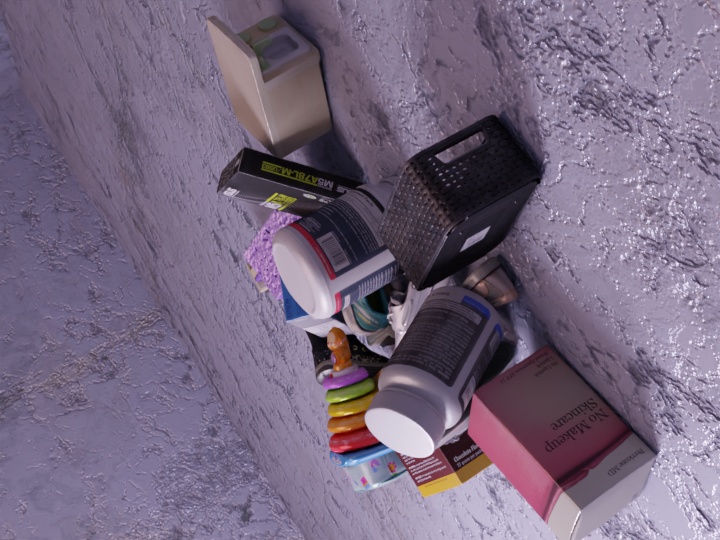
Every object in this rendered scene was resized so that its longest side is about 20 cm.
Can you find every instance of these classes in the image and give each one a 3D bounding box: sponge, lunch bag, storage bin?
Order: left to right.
[{"bbox_3d":[-0.128,-0.049,1.874,0.112,0.030,0.200,53,130,17],"label":"sponge"},{"bbox_3d":[0.060,0.291,1.760,0.077,0.200,0.160,62,162,2],"label":"lunch bag"},{"bbox_3d":[0.111,-0.073,1.232,0.094,0.135,0.200,55,159,15],"label":"storage bin"}]

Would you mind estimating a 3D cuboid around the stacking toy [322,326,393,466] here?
[{"bbox_3d":[-0.014,0.180,1.570,0.116,0.110,0.201,172,81,-71],"label":"stacking toy"}]

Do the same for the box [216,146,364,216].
[{"bbox_3d":[-0.114,-0.128,1.654,0.200,0.193,0.048,164,118,-71],"label":"box"}]

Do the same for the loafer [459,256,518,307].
[{"bbox_3d":[0.152,0.052,1.412,0.063,0.072,0.200,48,155,11],"label":"loafer"}]

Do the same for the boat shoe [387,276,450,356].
[{"bbox_3d":[0.069,0.054,1.467,0.065,0.200,0.074,21,-169,-2],"label":"boat shoe"}]

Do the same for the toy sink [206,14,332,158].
[{"bbox_3d":[-0.129,-0.291,1.559,0.130,0.112,0.200,45,160,37],"label":"toy sink"}]

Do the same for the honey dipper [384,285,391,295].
[{"bbox_3d":[0.030,0.080,1.799,0.038,0.038,0.200,52,163,22],"label":"honey dipper"}]

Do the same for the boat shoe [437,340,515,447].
[{"bbox_3d":[0.139,0.176,1.416,0.074,0.202,0.065,22,143,37],"label":"boat shoe"}]

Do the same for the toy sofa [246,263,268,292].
[{"bbox_3d":[-0.150,-0.010,2.036,0.098,0.083,0.200,60,160,5],"label":"toy sofa"}]

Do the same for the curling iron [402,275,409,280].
[{"bbox_3d":[0.049,-0.021,1.617,0.200,0.026,0.050,46,159,34],"label":"curling iron"}]

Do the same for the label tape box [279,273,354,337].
[{"bbox_3d":[-0.061,0.029,1.708,0.200,0.066,0.144,35,-138,-65],"label":"label tape box"}]

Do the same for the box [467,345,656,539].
[{"bbox_3d":[0.244,0.215,1.313,0.200,0.128,0.109,47,156,31],"label":"box"}]

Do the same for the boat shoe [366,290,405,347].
[{"bbox_3d":[0.064,0.076,1.672,0.200,0.060,0.076,148,121,-70],"label":"boat shoe"}]

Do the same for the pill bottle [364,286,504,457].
[{"bbox_3d":[0.092,0.126,1.326,0.114,0.200,0.114,23,145,17],"label":"pill bottle"}]

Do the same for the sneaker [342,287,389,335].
[{"bbox_3d":[0.000,0.000,1.633,0.080,0.077,0.200,-31,80,51],"label":"sneaker"}]

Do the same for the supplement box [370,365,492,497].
[{"bbox_3d":[0.121,0.214,1.604,0.200,0.133,0.197,58,160,8],"label":"supplement box"}]

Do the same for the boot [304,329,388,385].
[{"bbox_3d":[-0.011,0.125,1.801,0.074,0.203,0.154,-48,50,32],"label":"boot"}]

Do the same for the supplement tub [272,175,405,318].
[{"bbox_3d":[-0.010,-0.035,1.484,0.140,0.200,0.141,49,157,29],"label":"supplement tub"}]
